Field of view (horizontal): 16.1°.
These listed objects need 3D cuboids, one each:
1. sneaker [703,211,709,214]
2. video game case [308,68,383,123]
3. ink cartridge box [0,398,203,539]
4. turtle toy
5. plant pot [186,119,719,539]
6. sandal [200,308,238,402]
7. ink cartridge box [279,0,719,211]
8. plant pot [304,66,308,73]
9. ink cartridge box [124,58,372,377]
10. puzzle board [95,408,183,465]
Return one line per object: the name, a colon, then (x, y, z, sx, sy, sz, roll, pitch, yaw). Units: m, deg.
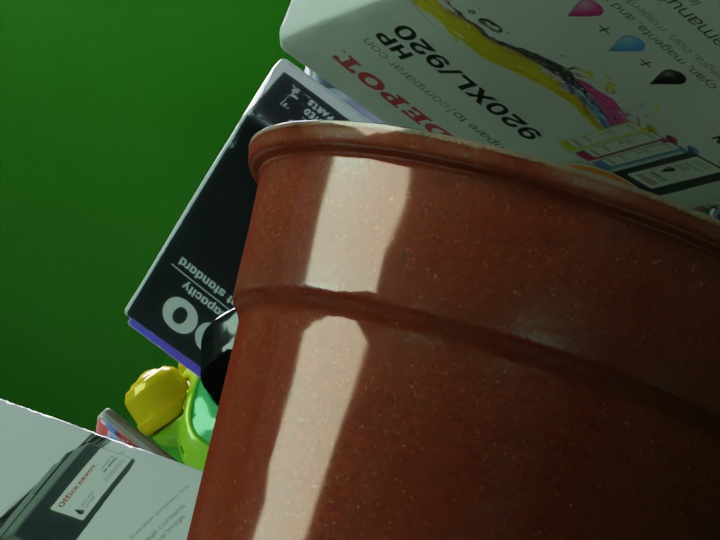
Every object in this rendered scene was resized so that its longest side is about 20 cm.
sneaker: (0.090, 0.017, 1.075, 0.200, 0.077, 0.084, -53, -4, 25)
video game case: (0.079, -0.145, 1.034, 0.023, 0.200, 0.182, 79, -170, -63)
ink cartridge box: (-0.098, 0.150, 1.063, 0.200, 0.145, 0.084, 15, 45, 42)
turtle toy: (-0.038, 0.087, 1.484, 0.101, 0.146, 0.200, -36, 0, 25)
plant pot: (0.030, 0.083, 0.759, 0.201, 0.201, 0.195, 146, 143, -76)
sandal: (0.017, 0.071, 0.915, 0.075, 0.200, 0.048, -27, 51, 33)
ink cartridge box: (0.102, -0.116, 0.873, 0.200, 0.147, 0.145, -13, 48, 53)
plant pot: (0.056, -0.116, 1.353, 0.200, 0.200, 0.198, 135, 155, -68)
ink cartridge box: (0.004, 0.039, 1.036, 0.043, 0.198, 0.200, -53, -1, -40)
puzzle board: (-0.068, 0.160, 1.135, 0.017, 0.151, 0.200, -45, -17, -32)
